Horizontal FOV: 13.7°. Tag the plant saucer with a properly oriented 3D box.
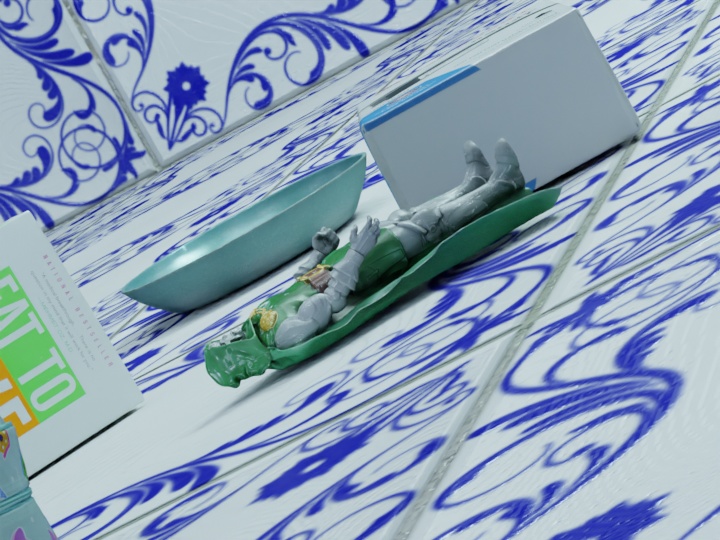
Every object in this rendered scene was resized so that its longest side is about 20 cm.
[{"bbox_3d":[-0.075,-0.020,2.114,0.200,0.036,0.200,-29,6,3],"label":"plant saucer"}]

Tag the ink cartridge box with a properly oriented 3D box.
[{"bbox_3d":[0.077,-0.091,1.780,0.144,0.084,0.200,-29,6,2],"label":"ink cartridge box"}]

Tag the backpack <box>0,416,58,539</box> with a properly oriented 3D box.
[{"bbox_3d":[-0.232,0.123,1.303,0.200,0.127,0.167,-22,6,30],"label":"backpack"}]

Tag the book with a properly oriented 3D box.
[{"bbox_3d":[-0.239,0.069,1.701,0.200,0.134,0.048,-34,8,-32],"label":"book"}]

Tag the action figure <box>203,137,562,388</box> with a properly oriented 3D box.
[{"bbox_3d":[0.000,0.000,1.578,0.200,0.055,0.118,-36,11,-19],"label":"action figure"}]
